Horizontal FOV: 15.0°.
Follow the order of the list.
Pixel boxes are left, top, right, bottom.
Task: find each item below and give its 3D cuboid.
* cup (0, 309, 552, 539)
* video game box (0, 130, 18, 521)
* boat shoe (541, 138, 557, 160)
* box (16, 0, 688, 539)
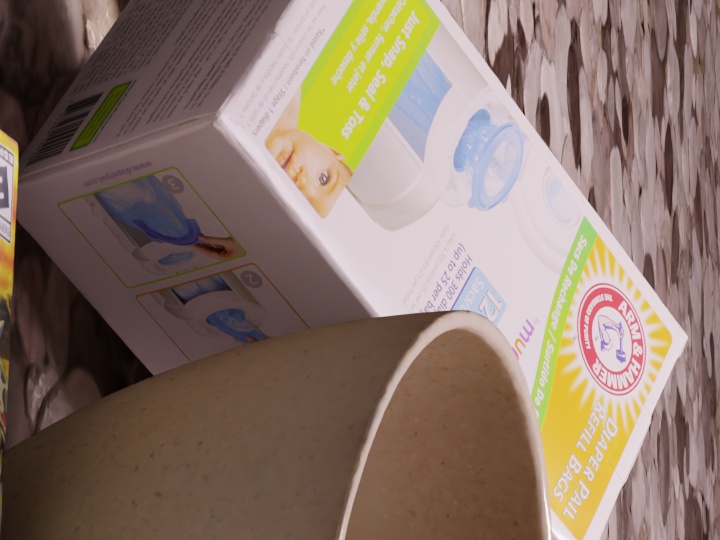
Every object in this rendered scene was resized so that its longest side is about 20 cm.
[{"bbox_3d":[-0.041,0.109,0.769,0.200,0.143,0.201,2,90,-69],"label":"cup"},{"bbox_3d":[-0.135,0.030,0.628,0.200,0.047,0.183,45,47,-71],"label":"video game box"},{"bbox_3d":[-0.006,0.009,0.995,0.200,0.068,0.072,-37,103,-36],"label":"boat shoe"},{"bbox_3d":[0.000,0.000,0.876,0.200,0.101,0.113,52,46,-25],"label":"box"}]
